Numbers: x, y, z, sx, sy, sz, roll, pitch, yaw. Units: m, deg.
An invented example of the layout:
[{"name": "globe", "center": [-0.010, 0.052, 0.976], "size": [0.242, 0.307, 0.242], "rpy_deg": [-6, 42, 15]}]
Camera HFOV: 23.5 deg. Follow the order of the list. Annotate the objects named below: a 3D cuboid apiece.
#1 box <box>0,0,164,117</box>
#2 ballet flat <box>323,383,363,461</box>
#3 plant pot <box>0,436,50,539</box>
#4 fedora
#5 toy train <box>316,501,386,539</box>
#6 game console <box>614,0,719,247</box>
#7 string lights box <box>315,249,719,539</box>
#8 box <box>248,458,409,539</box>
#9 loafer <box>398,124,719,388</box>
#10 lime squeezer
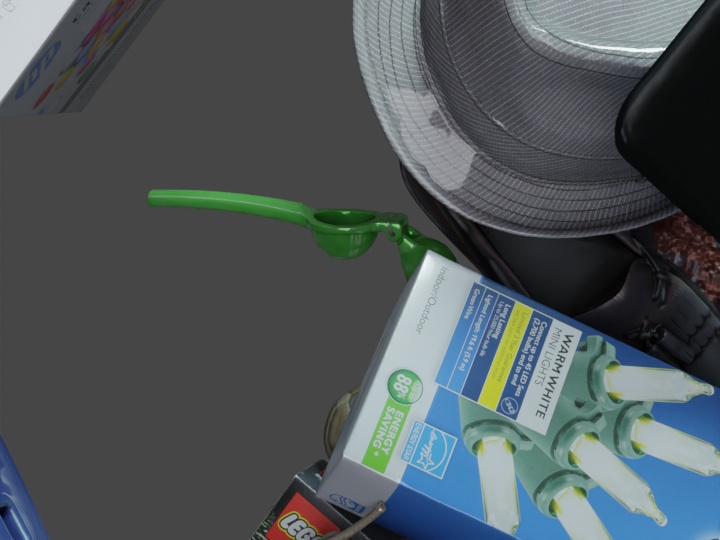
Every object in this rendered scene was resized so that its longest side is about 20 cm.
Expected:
[{"name": "box", "center": [-0.097, -0.135, 0.697], "size": [0.041, 0.200, 0.156], "rpy_deg": [37, 94, -2]}, {"name": "ballet flat", "center": [0.080, 0.097, 0.772], "size": [0.198, 0.046, 0.068], "rpy_deg": [20, 94, -10]}, {"name": "plant pot", "center": [-0.254, 0.083, 0.679], "size": [0.199, 0.180, 0.201], "rpy_deg": [-30, 60, -8]}, {"name": "fedora", "center": [0.104, -0.111, 0.716], "size": [0.198, 0.090, 0.179], "rpy_deg": [-13, 82, -18]}, {"name": "toy train", "center": [-0.033, 0.196, 0.726], "size": [0.199, 0.085, 0.116], "rpy_deg": [-36, 95, 20]}, {"name": "game console", "center": [0.195, -0.098, 0.703], "size": [0.116, 0.176, 0.200], "rpy_deg": [39, 95, -2]}, {"name": "string lights box", "center": [0.093, 0.085, 0.727], "size": [0.199, 0.059, 0.103], "rpy_deg": [25, 63, -2]}, {"name": "box", "center": [0.014, 0.201, 0.769], "size": [0.200, 0.038, 0.137], "rpy_deg": [39, 107, 11]}, {"name": "loafer", "center": [0.095, 0.004, 0.770], "size": [0.200, 0.063, 0.072], "rpy_deg": [42, 95, -2]}, {"name": "lime squeezer", "center": [0.000, 0.000, 0.794], "size": [0.199, 0.038, 0.071], "rpy_deg": [37, 126, -2]}]
